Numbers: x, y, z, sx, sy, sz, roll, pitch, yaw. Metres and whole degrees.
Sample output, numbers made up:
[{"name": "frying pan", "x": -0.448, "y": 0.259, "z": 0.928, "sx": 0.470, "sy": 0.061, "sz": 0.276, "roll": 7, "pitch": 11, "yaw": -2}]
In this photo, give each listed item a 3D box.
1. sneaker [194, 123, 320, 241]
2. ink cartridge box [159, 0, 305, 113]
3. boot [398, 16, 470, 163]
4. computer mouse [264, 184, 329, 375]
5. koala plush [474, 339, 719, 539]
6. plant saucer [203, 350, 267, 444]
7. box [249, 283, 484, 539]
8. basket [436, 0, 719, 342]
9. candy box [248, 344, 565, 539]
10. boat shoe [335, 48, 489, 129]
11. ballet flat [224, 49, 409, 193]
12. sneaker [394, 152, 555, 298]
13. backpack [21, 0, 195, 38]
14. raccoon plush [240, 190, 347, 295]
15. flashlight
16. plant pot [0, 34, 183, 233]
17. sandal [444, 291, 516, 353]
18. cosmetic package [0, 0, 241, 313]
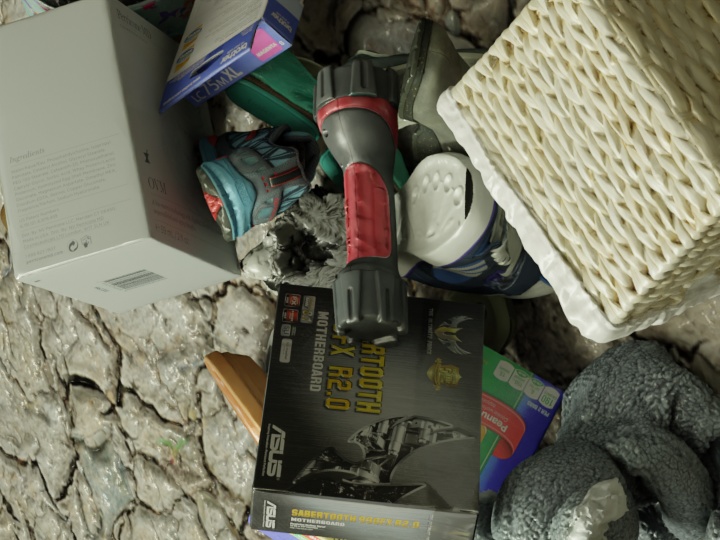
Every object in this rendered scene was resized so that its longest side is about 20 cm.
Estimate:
[{"name": "sneaker", "x": -0.074, "y": -0.074, "z": 1.520, "sx": 0.200, "sy": 0.095, "sz": 0.080, "roll": -112, "pitch": 1, "yaw": -75}, {"name": "ink cartridge box", "x": -0.089, "y": -0.209, "z": 1.523, "sx": 0.042, "sy": 0.201, "sz": 0.119, "roll": 39, "pitch": 135, "yaw": -25}, {"name": "boot", "x": 0.100, "y": -0.114, "z": 1.355, "sx": 0.129, "sy": 0.200, "sz": 0.068, "roll": 12, "pitch": 77, "yaw": 11}, {"name": "computer mouse", "x": -0.033, "y": 0.032, "z": 1.687, "sx": 0.109, "sy": 0.044, "sz": 0.201, "roll": 40, "pitch": 128, "yaw": 26}, {"name": "koala plush", "x": 0.166, "y": 0.162, "z": 1.378, "sx": 0.177, "sy": 0.199, "sz": 0.186, "roll": -12, "pitch": 97, "yaw": 52}, {"name": "plant saucer", "x": -0.070, "y": 0.151, "z": 1.724, "sx": 0.201, "sy": 0.037, "sz": 0.200, "roll": 54, "pitch": 172, "yaw": 11}, {"name": "box", "x": 0.008, "y": 0.102, "z": 1.379, "sx": 0.156, "sy": 0.201, "sz": 0.049, "roll": 6, "pitch": 135, "yaw": 0}, {"name": "basket", "x": 0.197, "y": -0.093, "z": 1.231, "sx": 0.201, "sy": 0.197, "sz": 0.161, "roll": 58, "pitch": 138, "yaw": 15}, {"name": "candy box", "x": 0.035, "y": 0.143, "z": 1.469, "sx": 0.168, "sy": 0.201, "sz": 0.077, "roll": 29, "pitch": 159, "yaw": 6}, {"name": "boat shoe", "x": 0.063, "y": -0.147, "z": 1.465, "sx": 0.198, "sy": 0.062, "sz": 0.073, "roll": -3, "pitch": 131, "yaw": 31}, {"name": "ballet flat", "x": -0.019, "y": -0.119, "z": 1.565, "sx": 0.199, "sy": 0.071, "sz": 0.067, "roll": 38, "pitch": 152, "yaw": -14}, {"name": "sneaker", "x": 0.104, "y": -0.029, "z": 1.418, "sx": 0.200, "sy": 0.145, "sz": 0.082, "roll": 148, "pitch": 127, "yaw": -68}, {"name": "backpack", "x": -0.216, "y": -0.278, "z": 1.632, "sx": 0.151, "sy": 0.176, "sz": 0.202, "roll": 90, "pitch": 162, "yaw": -62}, {"name": "raccoon plush", "x": 0.000, "y": 0.000, "z": 1.582, "sx": 0.134, "sy": 0.198, "sz": 0.098, "roll": 88, "pitch": -163, "yaw": -83}, {"name": "flashlight", "x": 0.001, "y": -0.050, "z": 1.396, "sx": 0.068, "sy": 0.067, "sz": 0.202, "roll": 120, "pitch": 151, "yaw": -63}, {"name": "plant pot", "x": -0.214, "y": -0.120, "z": 1.744, "sx": 0.186, "sy": 0.185, "sz": 0.202, "roll": 33, "pitch": 116, "yaw": 36}, {"name": "sandal", "x": 0.060, "y": 0.074, "z": 1.580, "sx": 0.080, "sy": 0.057, "sz": 0.202, "roll": 52, "pitch": 139, "yaw": 21}, {"name": "cosmetic package", "x": -0.198, "y": -0.089, "z": 1.547, "sx": 0.122, "sy": 0.199, "sz": 0.202, "roll": -16, "pitch": 78, "yaw": 14}]
